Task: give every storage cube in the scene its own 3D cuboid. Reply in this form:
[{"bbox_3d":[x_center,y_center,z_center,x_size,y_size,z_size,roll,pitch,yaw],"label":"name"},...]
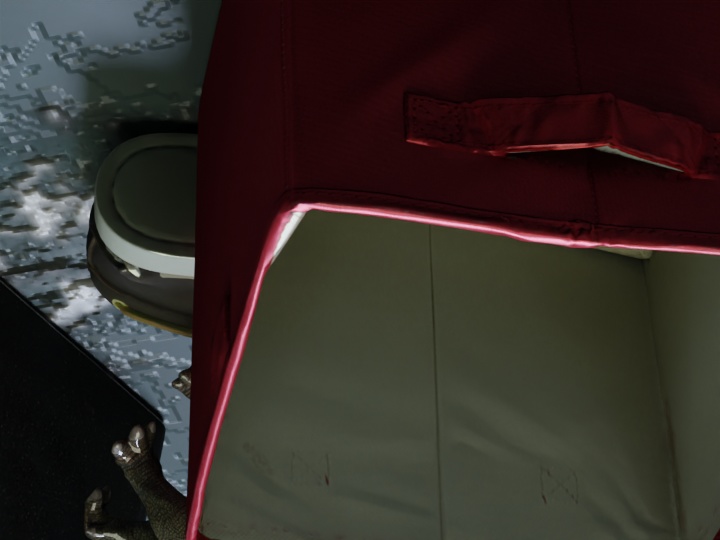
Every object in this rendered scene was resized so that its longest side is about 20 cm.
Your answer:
[{"bbox_3d":[0.040,-0.025,0.675,0.169,0.181,0.201,6,143,-10],"label":"storage cube"}]

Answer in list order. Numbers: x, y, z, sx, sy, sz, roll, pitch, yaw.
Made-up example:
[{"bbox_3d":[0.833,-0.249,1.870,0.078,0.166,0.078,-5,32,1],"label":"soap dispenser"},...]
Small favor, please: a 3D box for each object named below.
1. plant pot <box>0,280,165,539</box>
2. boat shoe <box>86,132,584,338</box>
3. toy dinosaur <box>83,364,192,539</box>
[{"bbox_3d":[-0.212,0.118,0.849,0.199,0.179,0.200,-19,139,22],"label":"plant pot"},{"bbox_3d":[0.000,0.000,0.798,0.199,0.072,0.061,12,145,-7],"label":"boat shoe"},{"bbox_3d":[-0.042,0.095,0.786,0.200,0.102,0.077,-41,165,-2],"label":"toy dinosaur"}]
